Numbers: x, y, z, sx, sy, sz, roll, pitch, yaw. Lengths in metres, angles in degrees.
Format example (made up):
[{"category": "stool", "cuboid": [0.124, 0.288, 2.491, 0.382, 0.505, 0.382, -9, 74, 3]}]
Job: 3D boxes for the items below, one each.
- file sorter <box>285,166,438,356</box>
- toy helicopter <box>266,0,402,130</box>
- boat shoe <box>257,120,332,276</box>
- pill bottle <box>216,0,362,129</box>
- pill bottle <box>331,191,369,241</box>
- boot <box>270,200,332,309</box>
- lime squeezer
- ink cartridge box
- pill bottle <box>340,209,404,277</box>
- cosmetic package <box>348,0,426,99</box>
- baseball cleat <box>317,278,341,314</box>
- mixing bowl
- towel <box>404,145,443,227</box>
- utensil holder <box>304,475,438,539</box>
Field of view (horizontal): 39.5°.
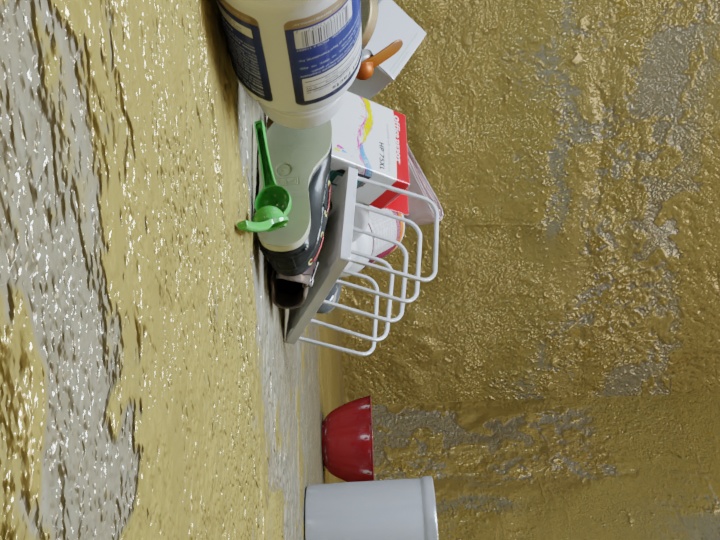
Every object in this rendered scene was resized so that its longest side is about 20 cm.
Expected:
[{"category": "file sorter", "cuboid": [0.000, 0.000, 1.253, 0.200, 0.124, 0.139, 125, -24, -49]}, {"category": "toy helicopter", "cuboid": [-0.040, -0.225, 1.104, 0.079, 0.132, 0.200, -8, 128, -63]}, {"category": "boat shoe", "cuboid": [-0.067, -0.088, 1.038, 0.063, 0.074, 0.202, 79, 14, -55]}, {"category": "pill bottle", "cuboid": [-0.054, -0.197, 0.805, 0.200, 0.111, 0.111, 87, 1, -69]}, {"category": "pill bottle", "cuboid": [-0.046, -0.136, 1.371, 0.114, 0.114, 0.200, 87, 0, -46]}, {"category": "boot", "cuboid": [-0.074, -0.027, 1.148, 0.200, 0.070, 0.146, 94, 2, -72]}, {"category": "lime squeezer", "cuboid": [-0.086, -0.066, 0.934, 0.200, 0.038, 0.071, -90, 178, -57]}, {"category": "ink cartridge box", "cuboid": [-0.006, -0.155, 1.266, 0.067, 0.200, 0.116, -39, -136, 45]}, {"category": "pill bottle", "cuboid": [-0.018, -0.052, 1.491, 0.200, 0.109, 0.110, -30, 121, -61]}, {"category": "cosmetic package", "cuboid": [-0.009, -0.290, 1.426, 0.108, 0.085, 0.200, -56, -164, -28]}, {"category": "baseball cleat", "cuboid": [-0.074, -0.033, 1.567, 0.106, 0.070, 0.200, 65, 14, -53]}, {"category": "mixing bowl", "cuboid": [-0.026, 0.367, 2.139, 0.200, 0.108, 0.200, 178, -90, -90]}, {"category": "towel", "cuboid": [0.012, -0.145, 1.577, 0.032, 0.200, 0.191, -50, 122, -41]}, {"category": "utensil holder", "cuboid": [0.017, 0.410, 1.565, 0.170, 0.200, 0.170, 179, -90, -90]}]
